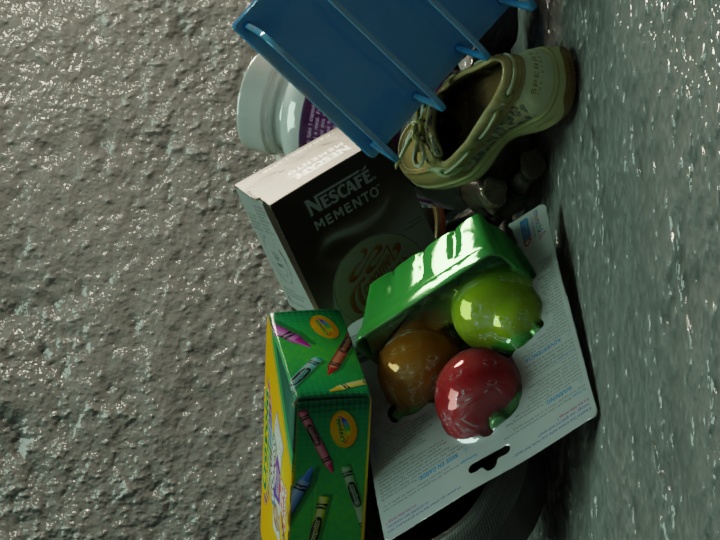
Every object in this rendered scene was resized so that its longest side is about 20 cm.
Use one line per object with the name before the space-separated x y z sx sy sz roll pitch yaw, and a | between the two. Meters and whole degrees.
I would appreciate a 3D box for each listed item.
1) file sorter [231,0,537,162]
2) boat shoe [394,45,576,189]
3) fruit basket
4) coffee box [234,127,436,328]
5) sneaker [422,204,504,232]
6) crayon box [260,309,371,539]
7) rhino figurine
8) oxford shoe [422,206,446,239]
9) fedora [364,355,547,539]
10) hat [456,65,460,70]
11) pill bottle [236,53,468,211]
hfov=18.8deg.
file sorter | 0.035 -0.191 1.490 0.200 0.139 0.123 -48 15 0
boat shoe | 0.075 -0.113 1.555 0.200 0.062 0.074 -34 58 53
fruit basket | 0.078 0.071 1.527 0.094 0.185 0.201 33 -148 -43
coffee box | 0.000 0.000 1.687 0.201 0.114 0.080 65 166 -22
sneaker | 0.034 -0.081 1.838 0.199 0.060 0.105 14 144 57
crayon box | -0.034 0.144 1.583 0.119 0.058 0.202 -112 22 -59
rhino figurine | 0.104 -0.133 1.652 0.087 0.059 0.202 119 152 -74
oxford shoe | 0.012 0.023 1.798 0.071 0.072 0.201 -99 31 -50
fedora | 0.077 0.143 1.615 0.090 0.176 0.201 35 -140 -38
hat | 0.050 -0.129 1.958 0.081 0.200 0.202 19 115 44
pill bottle | 0.005 -0.121 1.762 0.112 0.198 0.113 13 -90 -71
